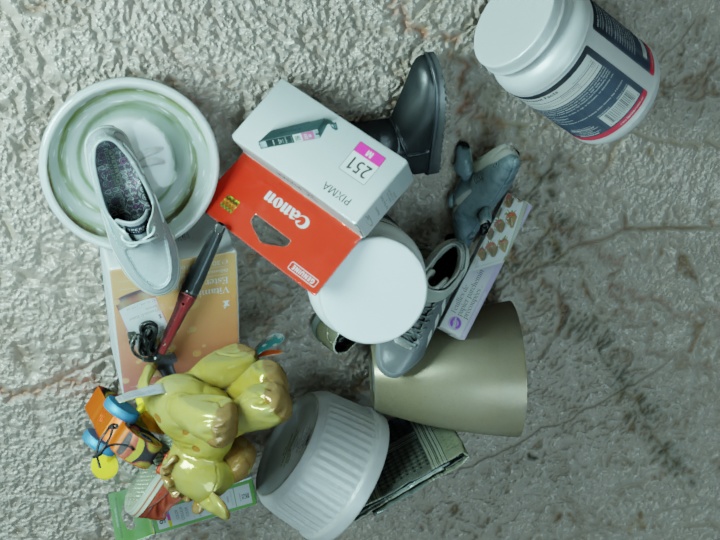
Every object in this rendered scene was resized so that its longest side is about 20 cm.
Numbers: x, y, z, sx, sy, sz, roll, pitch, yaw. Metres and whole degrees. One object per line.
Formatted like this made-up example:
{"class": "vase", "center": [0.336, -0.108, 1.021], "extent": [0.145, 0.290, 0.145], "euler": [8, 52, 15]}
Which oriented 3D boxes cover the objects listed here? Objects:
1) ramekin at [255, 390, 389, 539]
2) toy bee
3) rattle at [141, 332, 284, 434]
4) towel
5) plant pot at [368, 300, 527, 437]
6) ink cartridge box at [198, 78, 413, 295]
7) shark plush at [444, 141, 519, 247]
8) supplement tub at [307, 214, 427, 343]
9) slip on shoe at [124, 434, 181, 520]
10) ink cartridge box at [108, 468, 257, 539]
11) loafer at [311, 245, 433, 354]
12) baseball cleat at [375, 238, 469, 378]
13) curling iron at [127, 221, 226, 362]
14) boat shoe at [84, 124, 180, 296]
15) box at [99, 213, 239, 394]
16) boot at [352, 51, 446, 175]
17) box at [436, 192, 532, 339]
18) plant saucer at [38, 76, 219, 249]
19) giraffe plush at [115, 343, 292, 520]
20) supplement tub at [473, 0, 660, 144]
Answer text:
{"class": "ramekin", "center": [-0.059, 0.261, 1.622], "extent": [0.105, 0.200, 0.200], "euler": [32, 110, -18]}
{"class": "toy bee", "center": [-0.292, 0.216, 1.478], "extent": [0.108, 0.200, 0.131], "euler": [34, 113, -20]}
{"class": "rattle", "center": [-0.193, 0.143, 1.545], "extent": [0.142, 0.130, 0.201], "euler": [30, 135, 8]}
{"class": "towel", "center": [0.050, 0.269, 1.669], "extent": [0.192, 0.200, 0.035], "euler": [-28, 110, 0]}
{"class": "plant pot", "center": [0.113, 0.139, 1.627], "extent": [0.199, 0.188, 0.188], "euler": [-2, 127, -4]}
{"class": "ink cartridge box", "center": [-0.069, -0.097, 1.319], "extent": [0.174, 0.200, 0.044], "euler": [-50, 154, -9]}
{"class": "shark plush", "center": [0.144, -0.079, 1.520], "extent": [0.090, 0.083, 0.201], "euler": [17, 117, -31]}
{"class": "supplement tub", "center": [0.000, 0.000, 1.417], "extent": [0.139, 0.200, 0.141], "euler": [-2, 104, -9]}
{"class": "slip on shoe", "center": [-0.228, 0.246, 1.516], "extent": [0.061, 0.074, 0.200], "euler": [27, 112, -29]}
{"class": "ink cartridge box", "center": [-0.251, 0.296, 1.626], "extent": [0.199, 0.104, 0.060], "euler": [-15, 129, -10]}
{"class": "loafer", "center": [0.028, 0.047, 1.575], "extent": [0.200, 0.070, 0.075], "euler": [-39, 129, 9]}
{"class": "baseball cleat", "center": [0.072, 0.046, 1.499], "extent": [0.069, 0.106, 0.201], "euler": [27, 93, 7]}
{"class": "curling iron", "center": [-0.207, 0.028, 1.357], "extent": [0.049, 0.026, 0.200], "euler": [22, 113, -35]}
{"class": "boat shoe", "center": [-0.250, -0.058, 1.284], "extent": [0.070, 0.072, 0.202], "euler": [-21, 108, -5]}
{"class": "box", "center": [-0.231, 0.038, 1.441], "extent": [0.151, 0.107, 0.201], "euler": [-10, 127, -15]}
{"class": "boot", "center": [-0.001, -0.171, 1.412], "extent": [0.199, 0.066, 0.166], "euler": [-9, 126, -10]}
{"class": "box", "center": [0.162, -0.005, 1.552], "extent": [0.039, 0.041, 0.201], "euler": [28, 84, -1]}
{"class": "plant saucer", "center": [-0.261, -0.123, 1.331], "extent": [0.199, 0.050, 0.201], "euler": [-5, 113, -13]}
{"class": "giraffe plush", "center": [-0.177, 0.200, 1.388], "extent": [0.199, 0.173, 0.163], "euler": [-7, 114, -9]}
{"class": "supplement tub", "center": [0.245, -0.250, 1.397], "extent": [0.199, 0.141, 0.141], "euler": [27, 112, -35]}
